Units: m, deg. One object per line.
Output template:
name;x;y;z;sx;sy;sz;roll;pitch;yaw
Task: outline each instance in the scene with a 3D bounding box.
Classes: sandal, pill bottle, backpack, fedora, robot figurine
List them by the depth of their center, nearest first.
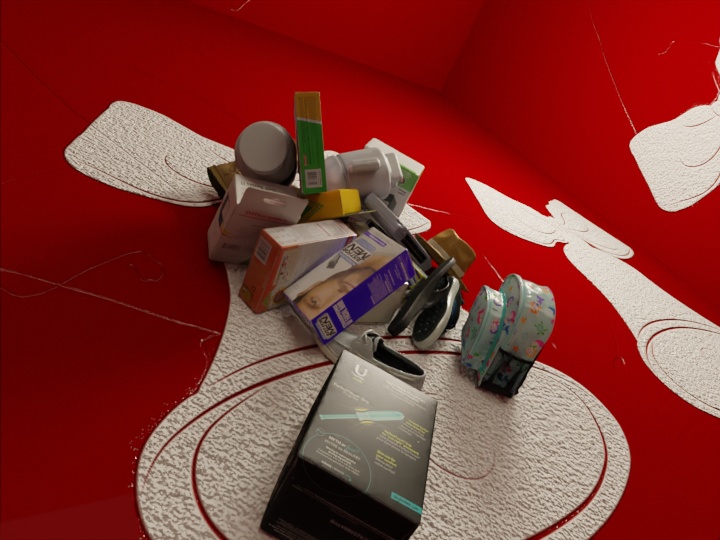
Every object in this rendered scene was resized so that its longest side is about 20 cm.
pill bottle;-0.168;-0.203;0.965;0.109;0.113;0.200;24;-2;-6
backpack;0.279;0.110;1.014;0.148;0.202;0.178;26;29;-3
sandal;0.126;0.057;1.034;0.048;0.075;0.201;43;69;-6
robot figurine;-0.011;-0.198;1.154;0.196;0.170;0.115;-14;79;-17
fedora;0.211;-0.039;1.247;0.201;0.082;0.201;46;5;-5

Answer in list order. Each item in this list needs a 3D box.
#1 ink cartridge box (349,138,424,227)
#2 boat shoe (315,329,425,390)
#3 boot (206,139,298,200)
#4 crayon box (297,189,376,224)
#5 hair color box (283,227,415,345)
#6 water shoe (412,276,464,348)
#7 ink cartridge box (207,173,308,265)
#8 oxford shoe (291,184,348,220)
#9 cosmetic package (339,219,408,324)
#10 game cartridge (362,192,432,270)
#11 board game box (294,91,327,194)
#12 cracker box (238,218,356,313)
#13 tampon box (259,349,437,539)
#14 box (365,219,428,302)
ink cartridge box;0.044;-0.189;1.292;0.144;0.202;0.084;28;30;3
boat shoe;0.019;0.135;0.874;0.199;0.072;0.070;31;29;12
boot;-0.197;-0.190;1.111;0.197;0.067;0.177;-25;68;-23
crayon box;-0.080;-0.122;1.046;0.196;0.053;0.126;-8;6;17
hair color box;-0.018;0.021;0.898;0.199;0.065;0.109;-38;39;-13
water shoe;0.168;0.096;1.069;0.080;0.071;0.201;58;43;-23
ink cartridge box;-0.180;-0.092;0.923;0.115;0.200;0.068;9;52;-31
oxford shoe;-0.111;-0.172;1.250;0.197;0.085;0.073;27;29;0
cosmetic package;0.000;0.000;1.049;0.086;0.105;0.201;4;35;-33
game cartridge;0.079;-0.084;1.156;0.133;0.042;0.200;45;2;36
board game box;-0.089;-0.211;0.924;0.039;0.157;0.200;-5;9;-7
cracker box;-0.107;-0.013;0.939;0.058;0.136;0.198;40;30;25
tampon box;-0.005;0.227;0.646;0.148;0.128;0.201;28;27;0
box;0.066;-0.019;1.157;0.200;0.070;0.064;50;11;33
